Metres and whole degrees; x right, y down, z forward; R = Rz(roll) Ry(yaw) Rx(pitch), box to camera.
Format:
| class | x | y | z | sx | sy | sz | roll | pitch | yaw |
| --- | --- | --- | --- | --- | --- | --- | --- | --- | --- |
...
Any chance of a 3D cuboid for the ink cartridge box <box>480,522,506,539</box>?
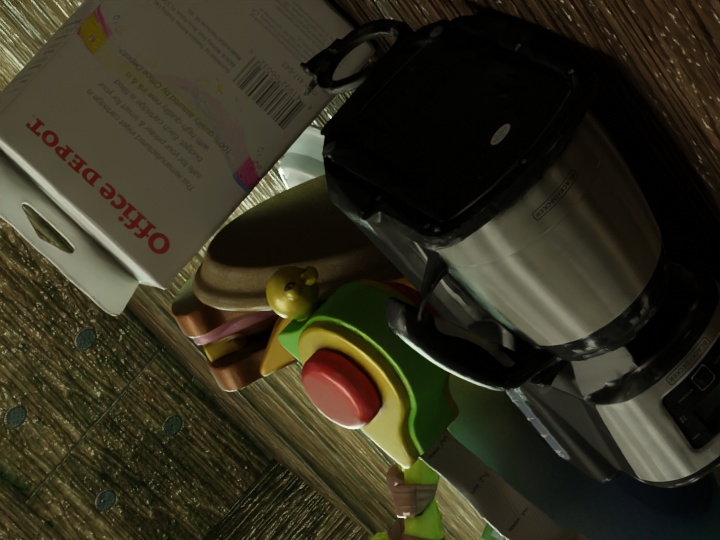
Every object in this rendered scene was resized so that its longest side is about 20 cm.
| class | x | y | z | sx | sy | sz | roll | pitch | yaw |
| --- | --- | --- | --- | --- | --- | --- | --- | --- | --- |
| ink cartridge box | 0.135 | 0.156 | 1.501 | 0.200 | 0.059 | 0.104 | 25 | 176 | 30 |

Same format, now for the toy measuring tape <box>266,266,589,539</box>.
| class | x | y | z | sx | sy | sz | roll | pitch | yaw |
| --- | --- | --- | --- | --- | --- | --- | --- | --- | --- |
| toy measuring tape | 0.035 | 0.064 | 1.248 | 0.200 | 0.074 | 0.074 | 41 | 172 | 6 |

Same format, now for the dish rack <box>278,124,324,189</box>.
| class | x | y | z | sx | sy | sz | roll | pitch | yaw |
| --- | --- | --- | --- | --- | --- | --- | --- | --- | --- |
| dish rack | 0.044 | -0.007 | 1.527 | 0.200 | 0.044 | 0.172 | 23 | 165 | 18 |

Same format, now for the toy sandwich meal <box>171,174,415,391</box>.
| class | x | y | z | sx | sy | sz | roll | pitch | yaw |
| --- | --- | --- | --- | --- | --- | --- | --- | --- | --- |
| toy sandwich meal | 0.000 | 0.000 | 1.378 | 0.205 | 0.205 | 0.070 | 23 | 134 | 66 |

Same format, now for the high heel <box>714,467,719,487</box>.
| class | x | y | z | sx | sy | sz | roll | pitch | yaw |
| --- | --- | --- | --- | --- | --- | --- | --- | --- | --- |
| high heel | 0.207 | 0.112 | 1.429 | 0.096 | 0.067 | 0.200 | 35 | -179 | -38 |

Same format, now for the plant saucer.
| class | x | y | z | sx | sy | sz | roll | pitch | yaw |
| --- | --- | --- | --- | --- | --- | --- | --- | --- | --- |
| plant saucer | 0.126 | 0.093 | 1.353 | 0.201 | 0.039 | 0.201 | 32 | -150 | -21 |

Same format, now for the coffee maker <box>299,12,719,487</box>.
| class | x | y | z | sx | sy | sz | roll | pitch | yaw |
| --- | --- | --- | --- | --- | --- | --- | --- | --- | --- |
| coffee maker | 0.088 | -0.016 | 1.226 | 0.200 | 0.135 | 0.192 | 49 | -166 | -34 |

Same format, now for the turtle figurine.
| class | x | y | z | sx | sy | sz | roll | pitch | yaw |
| --- | --- | --- | --- | --- | --- | --- | --- | --- | --- |
| turtle figurine | 0.030 | 0.082 | 1.481 | 0.064 | 0.162 | 0.200 | -1 | -169 | -15 |

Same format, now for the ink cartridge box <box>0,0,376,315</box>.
| class | x | y | z | sx | sy | sz | roll | pitch | yaw |
| --- | --- | --- | --- | --- | --- | --- | --- | --- | --- |
| ink cartridge box | -0.115 | -0.088 | 1.442 | 0.129 | 0.200 | 0.125 | 44 | 172 | -12 |
